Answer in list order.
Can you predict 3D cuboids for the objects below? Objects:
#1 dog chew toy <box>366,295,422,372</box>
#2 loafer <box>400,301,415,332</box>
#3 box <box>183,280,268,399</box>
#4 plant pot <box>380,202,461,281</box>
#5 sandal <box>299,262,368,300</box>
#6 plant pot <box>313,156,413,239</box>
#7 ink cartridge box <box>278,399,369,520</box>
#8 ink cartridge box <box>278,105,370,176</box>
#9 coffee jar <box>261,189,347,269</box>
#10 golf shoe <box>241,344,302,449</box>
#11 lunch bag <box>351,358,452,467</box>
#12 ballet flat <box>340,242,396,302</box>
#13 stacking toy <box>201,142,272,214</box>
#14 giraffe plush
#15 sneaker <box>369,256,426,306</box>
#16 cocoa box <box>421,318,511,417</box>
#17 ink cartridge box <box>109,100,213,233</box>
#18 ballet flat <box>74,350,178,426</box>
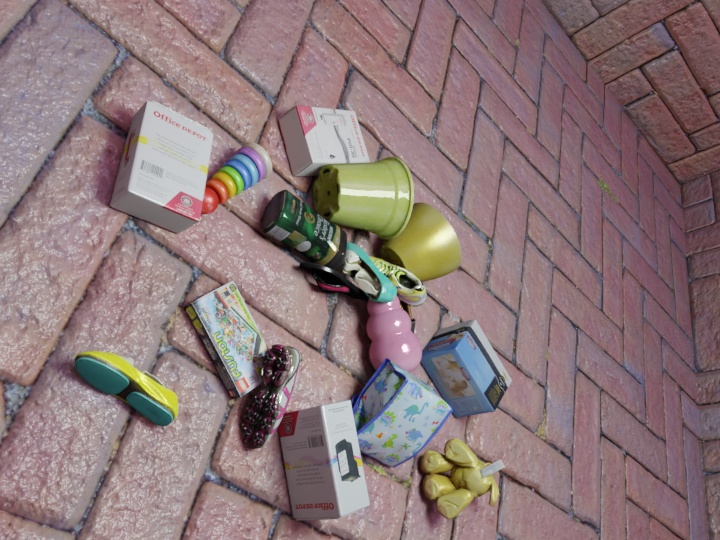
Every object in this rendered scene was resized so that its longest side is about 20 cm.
[{"bbox_3d":[0.070,0.141,1.446,0.124,0.124,0.202,-7,81,-46],"label":"dog chew toy"},{"bbox_3d":[0.102,0.135,1.522,0.072,0.072,0.202,-17,87,-47],"label":"loafer"},{"bbox_3d":[-0.247,0.133,1.204,0.110,0.035,0.202,-32,98,-46],"label":"box"},{"bbox_3d":[0.134,-0.048,1.564,0.141,0.200,0.201,-33,98,-24],"label":"plant pot"},{"bbox_3d":[-0.058,0.036,1.408,0.199,0.075,0.045,33,71,-36],"label":"sandal"},{"bbox_3d":[-0.005,-0.178,1.475,0.182,0.200,0.203,1,73,-33],"label":"plant pot"},{"bbox_3d":[-0.075,0.365,1.201,0.082,0.145,0.202,0,74,-46],"label":"ink cartridge box"},{"bbox_3d":[-0.085,-0.312,1.508,0.199,0.082,0.148,-10,81,-46],"label":"ink cartridge box"},{"bbox_3d":[-0.117,-0.084,1.379,0.199,0.085,0.105,34,39,-32],"label":"coffee jar"},{"bbox_3d":[-0.160,0.245,1.193,0.092,0.072,0.202,29,80,-59],"label":"golf shoe"},{"bbox_3d":[0.072,0.324,1.366,0.169,0.127,0.201,35,91,-30],"label":"lunch bag"},{"bbox_3d":[0.000,0.000,1.418,0.200,0.068,0.070,43,24,27],"label":"ballet flat"},{"bbox_3d":[-0.273,-0.184,1.283,0.086,0.085,0.200,54,51,-13],"label":"stacking toy"},{"bbox_3d":[0.256,0.492,1.488,0.162,0.198,0.175,42,38,-64],"label":"giraffe plush"},{"bbox_3d":[0.071,0.008,1.481,0.198,0.077,0.076,25,62,13],"label":"sneaker"},{"bbox_3d":[0.269,0.253,1.595,0.201,0.133,0.131,57,45,-11],"label":"cocoa box"},{"bbox_3d":[-0.371,-0.194,1.177,0.144,0.083,0.202,24,58,-37],"label":"ink cartridge box"},{"bbox_3d":[-0.384,0.184,1.038,0.200,0.067,0.067,45,27,-26],"label":"ballet flat"}]
